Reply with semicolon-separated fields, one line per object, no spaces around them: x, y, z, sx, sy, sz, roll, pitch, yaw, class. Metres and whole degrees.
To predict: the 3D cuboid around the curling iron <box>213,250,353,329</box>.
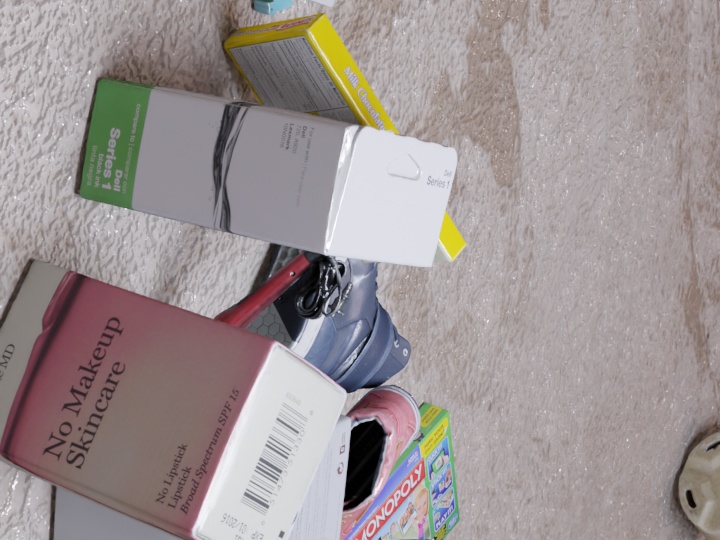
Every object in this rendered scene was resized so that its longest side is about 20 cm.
-0.088;0.048;1.286;0.199;0.050;0.026;-33;165;14;curling iron

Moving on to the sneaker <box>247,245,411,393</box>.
-0.001;0.000;1.461;0.146;0.077;0.203;34;81;-51;sneaker

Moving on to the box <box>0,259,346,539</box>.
-0.131;0.090;1.176;0.109;0.199;0.129;40;70;-57;box

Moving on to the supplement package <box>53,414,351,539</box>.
-0.111;0.168;1.332;0.199;0.116;0.118;-19;121;-54;supplement package

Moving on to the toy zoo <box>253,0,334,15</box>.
-0.034;-0.277;1.335;0.131;0.020;0.202;29;78;-59;toy zoo

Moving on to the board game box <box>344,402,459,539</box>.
0.022;0.230;1.672;0.200;0.029;0.135;-44;140;-40;board game box

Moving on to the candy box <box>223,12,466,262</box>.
-0.011;-0.089;1.316;0.026;0.102;0.201;-48;118;-30;candy box

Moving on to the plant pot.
0.494;0.289;2.338;0.183;0.199;0.202;37;73;-46;plant pot

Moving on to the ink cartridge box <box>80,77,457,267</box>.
-0.058;-0.063;1.221;0.146;0.199;0.085;6;97;-59;ink cartridge box

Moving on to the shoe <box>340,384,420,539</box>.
-0.031;0.177;1.451;0.201;0.071;0.091;-53;173;14;shoe
